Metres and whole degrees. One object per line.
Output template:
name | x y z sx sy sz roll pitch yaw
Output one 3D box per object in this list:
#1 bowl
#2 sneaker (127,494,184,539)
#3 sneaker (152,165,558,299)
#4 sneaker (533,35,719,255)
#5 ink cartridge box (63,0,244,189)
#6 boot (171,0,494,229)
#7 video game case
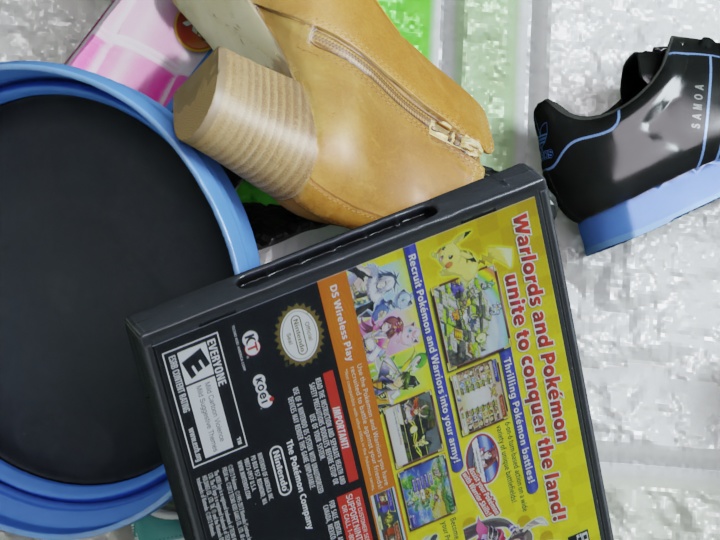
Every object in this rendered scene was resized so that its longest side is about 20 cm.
bowl | -0.131 0.011 1.076 0.199 0.039 0.202 4 101 23
sneaker | -0.012 0.083 1.121 0.199 0.070 0.094 -34 92 -12
sneaker | 0.000 0.000 1.142 0.199 0.074 0.080 -18 110 -24
sneaker | 0.175 -0.081 1.189 0.199 0.070 0.078 -26 90 -14
ink cartridge box | -0.065 -0.102 1.144 0.095 0.037 0.200 38 84 -10
boot | -0.009 -0.101 1.093 0.143 0.071 0.202 24 50 -29
video game case | 0.011 0.077 1.054 0.180 0.025 0.201 -21 118 -16
